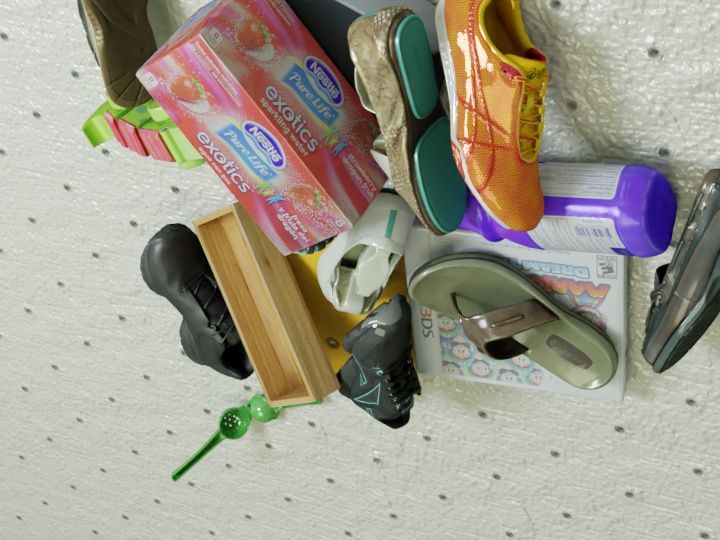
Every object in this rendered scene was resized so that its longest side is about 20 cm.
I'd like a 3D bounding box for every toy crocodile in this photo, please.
[{"bbox_3d":[-0.193,-0.131,1.382,0.199,0.062,0.068,21,144,49],"label":"toy crocodile"}]

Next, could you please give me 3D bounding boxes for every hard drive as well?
[{"bbox_3d":[-0.024,-0.195,1.235,0.199,0.042,0.135,28,141,8],"label":"hard drive"}]

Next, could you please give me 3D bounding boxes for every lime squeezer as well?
[{"bbox_3d":[-0.125,0.166,1.658,0.199,0.071,0.038,-28,96,16],"label":"lime squeezer"}]

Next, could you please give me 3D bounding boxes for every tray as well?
[{"bbox_3d":[-0.091,0.031,1.446,0.098,0.037,0.201,-15,99,59],"label":"tray"}]

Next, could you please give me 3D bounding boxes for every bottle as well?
[{"bbox_3d":[0.155,-0.053,1.227,0.199,0.066,0.083,5,160,33],"label":"bottle"}]

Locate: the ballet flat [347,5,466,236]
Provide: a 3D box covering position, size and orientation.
[{"bbox_3d":[0.035,-0.120,1.193,0.065,0.070,0.201,11,128,36],"label":"ballet flat"}]

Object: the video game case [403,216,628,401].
[{"bbox_3d":[0.140,0.035,1.338,0.198,0.024,0.183,7,132,17],"label":"video game case"}]

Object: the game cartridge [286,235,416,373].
[{"bbox_3d":[-0.013,0.034,1.464,0.175,0.033,0.201,28,140,6],"label":"game cartridge"}]

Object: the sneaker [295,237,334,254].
[{"bbox_3d":[-0.094,-0.107,1.337,0.086,0.077,0.202,5,118,60],"label":"sneaker"}]

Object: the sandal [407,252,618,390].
[{"bbox_3d":[0.134,0.049,1.296,0.200,0.058,0.080,28,135,-3],"label":"sandal"}]

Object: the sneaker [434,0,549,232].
[{"bbox_3d":[0.110,-0.126,1.143,0.077,0.073,0.202,-4,105,43],"label":"sneaker"}]

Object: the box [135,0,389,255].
[{"bbox_3d":[-0.071,-0.126,1.224,0.094,0.103,0.200,-20,115,45],"label":"box"}]

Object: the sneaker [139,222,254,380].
[{"bbox_3d":[-0.154,0.033,1.519,0.090,0.076,0.201,29,155,41],"label":"sneaker"}]

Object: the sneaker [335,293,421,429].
[{"bbox_3d":[0.029,0.086,1.385,0.079,0.075,0.200,48,161,15],"label":"sneaker"}]

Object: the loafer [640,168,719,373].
[{"bbox_3d":[0.272,0.000,1.216,0.063,0.072,0.201,43,137,21],"label":"loafer"}]

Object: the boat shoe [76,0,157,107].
[{"bbox_3d":[-0.219,-0.242,1.304,0.065,0.073,0.202,43,141,48],"label":"boat shoe"}]

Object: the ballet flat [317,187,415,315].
[{"bbox_3d":[0.000,0.000,1.317,0.069,0.070,0.200,33,150,2],"label":"ballet flat"}]
